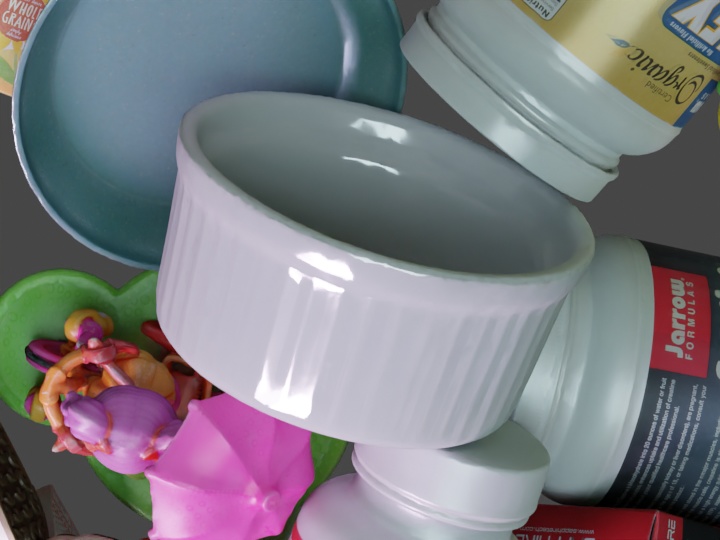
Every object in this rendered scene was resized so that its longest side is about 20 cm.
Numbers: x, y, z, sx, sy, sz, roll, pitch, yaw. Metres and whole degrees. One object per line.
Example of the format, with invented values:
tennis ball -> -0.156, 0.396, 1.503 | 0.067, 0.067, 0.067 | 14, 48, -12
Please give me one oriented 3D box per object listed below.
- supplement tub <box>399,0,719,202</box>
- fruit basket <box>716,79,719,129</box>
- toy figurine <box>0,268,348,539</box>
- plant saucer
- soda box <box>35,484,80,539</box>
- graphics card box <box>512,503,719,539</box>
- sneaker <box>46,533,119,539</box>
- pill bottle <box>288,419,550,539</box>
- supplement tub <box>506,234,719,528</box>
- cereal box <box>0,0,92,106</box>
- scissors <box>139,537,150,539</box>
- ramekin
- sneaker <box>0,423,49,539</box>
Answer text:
supplement tub -> 0.127, -0.147, 1.197 | 0.145, 0.145, 0.200 | 35, 104, -18
fruit basket -> 0.264, -0.060, 1.209 | 0.155, 0.216, 0.216 | -29, 112, 6
toy figurine -> -0.093, 0.070, 1.224 | 0.199, 0.184, 0.151 | 19, 96, -7
plant saucer -> -0.076, -0.093, 1.235 | 0.199, 0.036, 0.201 | -10, 124, -15
soda box -> -0.150, 0.216, 1.336 | 0.063, 0.068, 0.200 | -23, 119, 3
graphics card box -> 0.165, 0.161, 1.293 | 0.200, 0.125, 0.051 | 20, 74, -40
sneaker -> -0.108, 0.209, 1.270 | 0.200, 0.080, 0.084 | 44, 58, -39
pill bottle -> 0.016, 0.164, 1.205 | 0.119, 0.120, 0.201 | 16, 105, -12
supplement tub -> 0.165, 0.060, 1.285 | 0.199, 0.140, 0.141 | 11, 110, -11
cereal box -> -0.179, -0.194, 1.200 | 0.144, 0.040, 0.200 | 21, 106, -16
scissors -> -0.084, 0.185, 1.319 | 0.073, 0.200, 0.014 | 18, 66, 6
ramekin -> 0.000, 0.000, 1.172 | 0.200, 0.201, 0.098 | 14, 112, -11
sneaker -> -0.234, 0.071, 1.256 | 0.090, 0.067, 0.201 | -24, 85, 14
